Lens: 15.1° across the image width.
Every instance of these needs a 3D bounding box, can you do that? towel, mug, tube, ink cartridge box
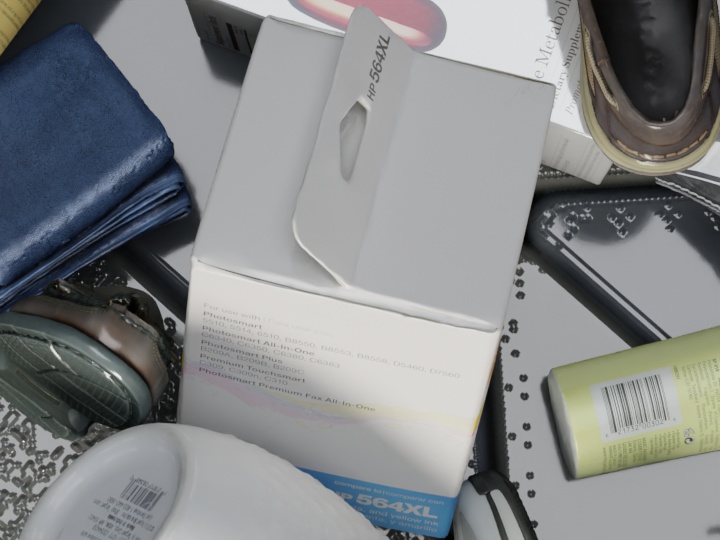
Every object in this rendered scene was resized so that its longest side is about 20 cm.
[{"bbox_3d":[-0.179,-0.020,1.202,0.200,0.049,0.112,-34,55,-3],"label":"towel"},{"bbox_3d":[-0.062,0.140,1.107,0.148,0.200,0.175,-44,123,-4],"label":"mug"},{"bbox_3d":[0.185,0.047,1.206,0.199,0.058,0.052,-13,64,-2],"label":"tube"},{"bbox_3d":[0.000,0.000,1.117,0.125,0.200,0.129,13,58,1],"label":"ink cartridge box"}]

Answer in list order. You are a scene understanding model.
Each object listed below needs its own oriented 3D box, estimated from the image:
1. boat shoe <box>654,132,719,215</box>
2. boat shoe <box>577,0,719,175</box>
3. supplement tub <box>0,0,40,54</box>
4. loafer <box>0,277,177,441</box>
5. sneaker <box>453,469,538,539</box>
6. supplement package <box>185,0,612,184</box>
[{"bbox_3d":[0.199,-0.018,1.173,0.200,0.072,0.068,19,106,34],"label":"boat shoe"},{"bbox_3d":[0.115,-0.141,1.101,0.074,0.073,0.201,-12,84,-2],"label":"boat shoe"},{"bbox_3d":[-0.191,-0.170,1.180,0.145,0.145,0.200,36,85,4],"label":"supplement tub"},{"bbox_3d":[-0.114,0.026,1.134,0.072,0.200,0.063,39,74,-8],"label":"loafer"},{"bbox_3d":[0.033,0.192,1.176,0.115,0.076,0.201,-8,87,-2],"label":"sneaker"},{"bbox_3d":[0.035,-0.128,1.192,0.199,0.110,0.114,19,84,2],"label":"supplement package"}]
